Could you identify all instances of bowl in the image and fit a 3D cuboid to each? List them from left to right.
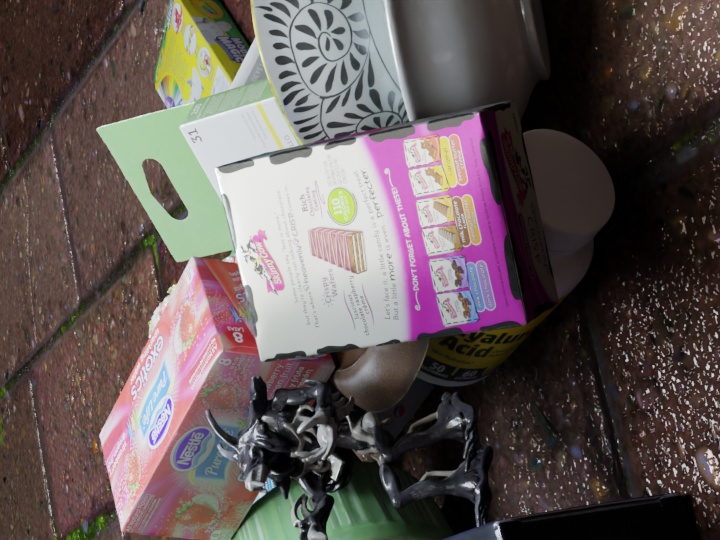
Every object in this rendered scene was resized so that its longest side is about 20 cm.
[{"bbox_3d":[0.007,-0.176,1.344,0.094,0.201,0.201,-15,79,24],"label":"bowl"},{"bbox_3d":[0.077,-0.169,1.216,0.201,0.090,0.201,-9,-90,-78],"label":"bowl"}]

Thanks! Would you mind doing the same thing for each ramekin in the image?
[{"bbox_3d":[-0.012,0.242,1.379,0.098,0.200,0.200,-116,34,-47],"label":"ramekin"}]

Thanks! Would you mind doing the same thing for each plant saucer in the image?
[{"bbox_3d":[0.000,0.000,1.264,0.200,0.032,0.201,-176,90,-66],"label":"plant saucer"}]

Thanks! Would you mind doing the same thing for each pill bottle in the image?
[{"bbox_3d":[0.093,-0.010,1.230,0.200,0.111,0.111,-54,48,51],"label":"pill bottle"}]

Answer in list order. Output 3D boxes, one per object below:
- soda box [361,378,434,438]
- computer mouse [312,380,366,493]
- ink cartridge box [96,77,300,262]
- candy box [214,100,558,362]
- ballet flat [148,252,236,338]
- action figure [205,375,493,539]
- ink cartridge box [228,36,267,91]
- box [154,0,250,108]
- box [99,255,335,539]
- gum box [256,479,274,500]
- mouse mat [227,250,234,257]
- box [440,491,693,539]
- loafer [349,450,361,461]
[{"bbox_3d":[-0.025,0.080,1.488,0.064,0.068,0.200,-52,29,-9],"label":"soda box"},{"bbox_3d":[-0.006,0.064,1.361,0.138,0.200,0.053,30,164,48],"label":"computer mouse"},{"bbox_3d":[-0.102,-0.068,1.403,0.200,0.048,0.146,-14,121,26],"label":"ink cartridge box"},{"bbox_3d":[0.016,-0.023,1.145,0.200,0.061,0.137,-9,97,29],"label":"candy box"},{"bbox_3d":[-0.120,0.034,1.511,0.200,0.076,0.064,-38,29,38],"label":"ballet flat"},{"bbox_3d":[-0.016,0.130,1.203,0.102,0.200,0.119,-69,-27,-54],"label":"action figure"},{"bbox_3d":[-0.069,-0.154,1.504,0.200,0.050,0.161,102,-169,-66],"label":"ink cartridge box"},{"bbox_3d":[-0.147,-0.184,1.727,0.200,0.048,0.117,56,140,39],"label":"box"},{"bbox_3d":[-0.110,0.099,1.319,0.200,0.095,0.103,-59,36,34],"label":"box"},{"bbox_3d":[-0.096,0.192,1.683,0.200,0.044,0.170,-26,71,61],"label":"gum box"},{"bbox_3d":[-0.063,-0.019,1.552,0.200,0.008,0.161,20,82,61],"label":"mouse mat"},{"bbox_3d":[0.114,0.224,1.184,0.200,0.148,0.105,-33,65,58],"label":"box"},{"bbox_3d":[-0.035,0.165,1.484,0.067,0.076,0.200,45,159,57],"label":"loafer"}]
